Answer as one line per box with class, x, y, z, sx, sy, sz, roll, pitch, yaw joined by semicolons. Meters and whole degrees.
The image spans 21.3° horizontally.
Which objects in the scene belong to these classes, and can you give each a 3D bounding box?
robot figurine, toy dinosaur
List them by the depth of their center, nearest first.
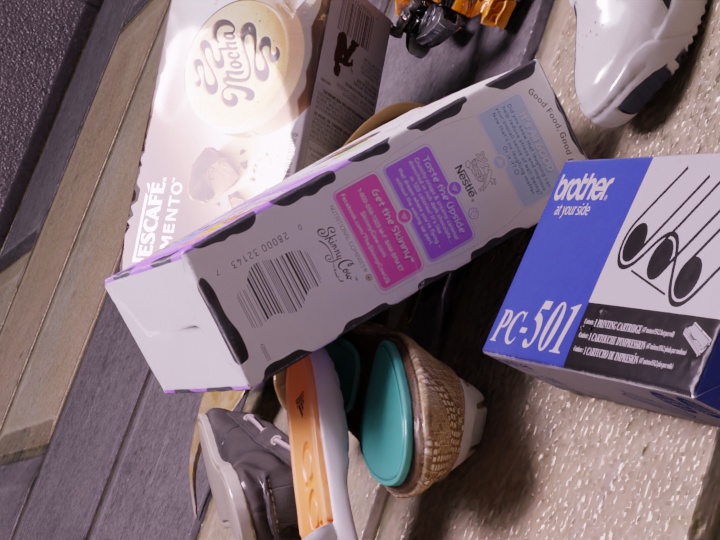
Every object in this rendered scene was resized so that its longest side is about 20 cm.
robot figurine;0.065;-0.199;1.167;0.145;0.058;0.200;-64;16;10
toy dinosaur;-0.087;0.067;1.272;0.200;0.058;0.101;-54;21;35

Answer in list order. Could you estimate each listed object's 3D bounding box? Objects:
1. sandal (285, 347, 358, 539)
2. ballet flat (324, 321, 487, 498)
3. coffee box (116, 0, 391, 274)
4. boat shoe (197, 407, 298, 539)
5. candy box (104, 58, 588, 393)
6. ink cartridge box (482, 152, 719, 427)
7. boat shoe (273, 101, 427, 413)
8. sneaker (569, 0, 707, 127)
sandal;-0.033;0.135;0.901;0.079;0.059;0.207;118;146;-64
ballet flat;0.024;0.061;0.920;0.200;0.065;0.071;-138;59;-70
coffee box;-0.062;-0.067;1.127;0.113;0.080;0.201;5;78;29
boat shoe;-0.059;0.122;1.139;0.200;0.057;0.067;-145;44;-77
candy box;-0.009;-0.018;0.941;0.200;0.072;0.168;-30;6;-19
ink cartridge box;0.117;0.005;0.746;0.094;0.044;0.200;-66;16;-6
boat shoe;0.000;0.000;1.071;0.066;0.074;0.201;96;-164;-68
sneaker;0.097;-0.171;0.901;0.079;0.129;0.200;-33;37;63
